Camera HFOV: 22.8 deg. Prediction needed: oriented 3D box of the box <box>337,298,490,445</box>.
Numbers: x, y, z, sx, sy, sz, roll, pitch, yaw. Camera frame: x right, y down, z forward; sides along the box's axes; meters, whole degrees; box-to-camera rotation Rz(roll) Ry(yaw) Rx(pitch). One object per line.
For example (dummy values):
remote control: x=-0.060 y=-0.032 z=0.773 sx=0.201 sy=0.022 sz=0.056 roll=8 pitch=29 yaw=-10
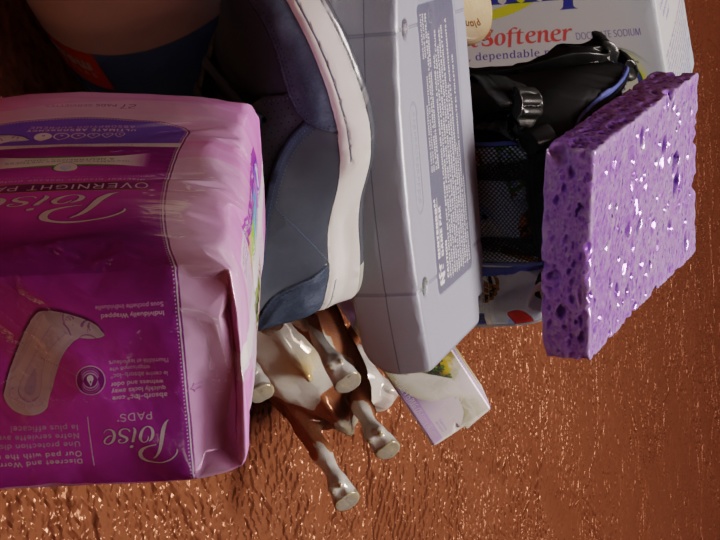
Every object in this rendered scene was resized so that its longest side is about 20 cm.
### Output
box: x=0.000 y=0.000 z=0.936 sx=0.200 sy=0.039 sz=0.041 roll=56 pitch=3 yaw=-14

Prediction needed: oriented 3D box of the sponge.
sponge: x=0.144 y=-0.036 z=0.969 sx=0.200 sy=0.030 sz=0.112 roll=-35 pitch=127 yaw=-60

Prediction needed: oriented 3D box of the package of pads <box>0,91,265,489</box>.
package of pads: x=-0.093 y=-0.002 z=0.588 sx=0.200 sy=0.120 sz=0.076 roll=-93 pitch=180 yaw=-70

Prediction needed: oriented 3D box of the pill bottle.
pill bottle: x=-0.081 y=-0.118 z=0.777 sx=0.200 sy=0.112 sz=0.113 roll=60 pitch=34 yaw=-51

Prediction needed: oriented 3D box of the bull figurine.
bull figurine: x=-0.028 y=0.049 z=0.951 sx=0.200 sy=0.065 sz=0.122 roll=50 pitch=7 yaw=-48

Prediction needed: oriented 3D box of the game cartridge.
game cartridge: x=0.023 y=-0.059 z=0.851 sx=0.133 sy=0.041 sz=0.201 roll=-41 pitch=127 yaw=-72

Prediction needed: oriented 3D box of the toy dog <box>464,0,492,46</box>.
toy dog: x=0.041 y=-0.214 z=1.128 sx=0.096 sy=0.132 sz=0.201 roll=-5 pitch=103 yaw=-48

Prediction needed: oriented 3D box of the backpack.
backpack: x=0.051 y=-0.053 z=1.026 sx=0.200 sy=0.190 sz=0.155 roll=-32 pitch=125 yaw=-61

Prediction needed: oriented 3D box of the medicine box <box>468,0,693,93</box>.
medicine box: x=0.127 y=-0.190 z=1.248 sx=0.103 sy=0.181 sz=0.201 roll=-70 pitch=151 yaw=-46

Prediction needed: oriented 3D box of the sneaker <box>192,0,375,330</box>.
sneaker: x=-0.072 y=-0.030 z=0.721 sx=0.077 sy=0.146 sz=0.203 roll=50 pitch=-25 yaw=36
